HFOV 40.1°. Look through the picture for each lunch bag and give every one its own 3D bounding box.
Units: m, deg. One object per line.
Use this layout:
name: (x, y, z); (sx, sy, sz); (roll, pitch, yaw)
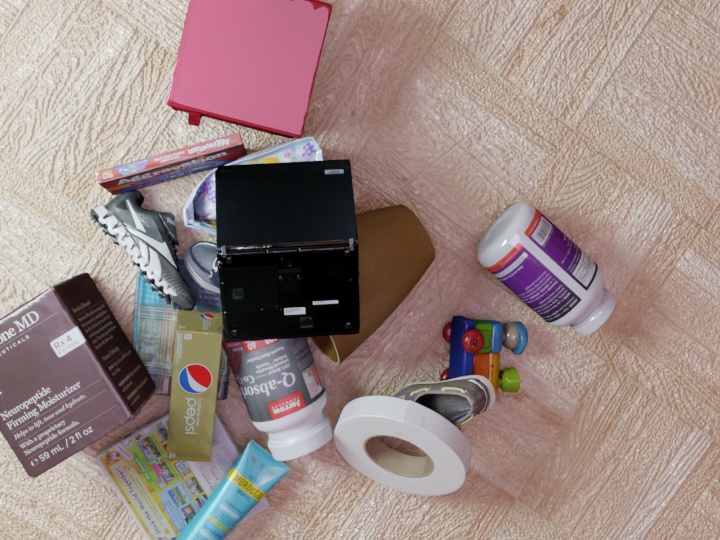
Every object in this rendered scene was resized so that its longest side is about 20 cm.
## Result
lunch bag: (-0.140, -0.096, 1.337); (0.198, 0.170, 0.129); (-17, 94, -6)

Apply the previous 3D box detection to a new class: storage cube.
storage cube: (-0.148, -0.279, 1.314); (0.178, 0.171, 0.202); (13, 95, -9)

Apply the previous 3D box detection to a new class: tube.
tube: (-0.193, 0.342, 1.427); (0.077, 0.050, 0.200); (41, 88, -27)

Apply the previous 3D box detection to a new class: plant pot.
plant pot: (0.000, 0.000, 1.372); (0.199, 0.186, 0.188); (-31, 99, -13)

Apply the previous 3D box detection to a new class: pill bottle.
pill bottle: (-0.115, 0.157, 1.397); (0.115, 0.116, 0.202); (-21, 99, -3)
pill bottle: (0.271, 0.002, 1.422); (0.200, 0.112, 0.113); (41, 91, -9)

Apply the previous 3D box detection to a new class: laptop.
laptop: (-0.092, -0.025, 1.252); (0.175, 0.104, 0.202); (-3, 116, -4)

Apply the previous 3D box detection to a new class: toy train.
toy train: (0.184, 0.170, 1.455); (0.114, 0.085, 0.203); (0, 97, -19)

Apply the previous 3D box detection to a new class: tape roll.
tape roll: (0.059, 0.250, 1.398); (0.202, 0.203, 0.037); (32, 52, -8)

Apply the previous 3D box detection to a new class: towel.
towel: (-0.255, 0.084, 1.422); (0.145, 0.022, 0.203); (5, 97, -6)

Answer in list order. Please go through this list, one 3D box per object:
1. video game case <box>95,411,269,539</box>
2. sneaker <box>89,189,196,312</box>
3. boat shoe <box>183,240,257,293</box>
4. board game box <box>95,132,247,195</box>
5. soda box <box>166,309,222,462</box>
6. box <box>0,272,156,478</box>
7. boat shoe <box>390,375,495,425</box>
video game case: (-0.258, 0.306, 1.441); (0.181, 0.023, 0.201); (-29, 105, -2)
sneaker: (-0.282, -0.035, 1.368); (0.090, 0.067, 0.200); (-40, 81, -13)
boat shoe: (-0.167, -0.008, 1.337); (0.199, 0.093, 0.075); (27, 57, 25)
board game box: (-0.255, -0.145, 1.352); (0.198, 0.103, 0.020); (-16, 85, -4)
soda box: (-0.228, 0.160, 1.351); (0.063, 0.068, 0.202); (4, 112, -10)
box: (-0.406, 0.136, 1.331); (0.165, 0.164, 0.201); (-31, 97, 3)
boat shoe: (0.095, 0.197, 1.402); (0.199, 0.059, 0.073); (-18, 90, 37)
